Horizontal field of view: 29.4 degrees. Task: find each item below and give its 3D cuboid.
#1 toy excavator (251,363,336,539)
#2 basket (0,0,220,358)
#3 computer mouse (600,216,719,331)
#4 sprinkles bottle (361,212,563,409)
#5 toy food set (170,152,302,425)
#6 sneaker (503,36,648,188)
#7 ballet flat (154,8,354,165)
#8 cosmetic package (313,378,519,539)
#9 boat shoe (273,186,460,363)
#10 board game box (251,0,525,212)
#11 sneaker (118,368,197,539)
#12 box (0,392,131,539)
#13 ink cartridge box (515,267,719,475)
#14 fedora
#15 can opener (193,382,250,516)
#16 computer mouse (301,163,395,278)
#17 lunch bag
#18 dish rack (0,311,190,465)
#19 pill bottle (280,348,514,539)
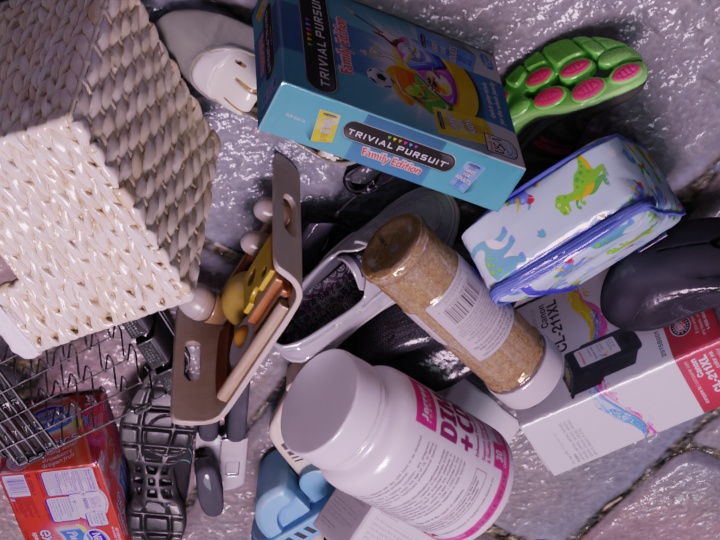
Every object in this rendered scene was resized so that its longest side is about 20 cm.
[{"bbox_3d":[-0.059,0.202,1.379,0.193,0.100,0.200,-33,119,20],"label":"toy excavator"},{"bbox_3d":[-0.216,-0.082,1.015,0.159,0.201,0.199,-15,131,16],"label":"basket"},{"bbox_3d":[0.294,-0.014,1.191,0.198,0.140,0.053,-23,131,18],"label":"computer mouse"},{"bbox_3d":[0.087,0.036,1.135,0.068,0.069,0.200,-34,124,22],"label":"sprinkles bottle"},{"bbox_3d":[-0.109,0.017,1.164,0.060,0.144,0.201,20,127,-21],"label":"toy food set"},{"bbox_3d":[0.151,-0.122,1.127,0.199,0.078,0.083,-30,140,28],"label":"sneaker"},{"bbox_3d":[-0.073,-0.142,1.079,0.198,0.064,0.068,24,125,-25],"label":"ballet flat"},{"bbox_3d":[0.055,0.197,1.331,0.101,0.071,0.201,36,87,-32],"label":"cosmetic package"},{"bbox_3d":[0.000,0.000,1.156,0.199,0.072,0.068,-36,167,5],"label":"boat shoe"},{"bbox_3d":[0.019,-0.137,1.036,0.198,0.152,0.047,17,128,-21],"label":"board game box"},{"bbox_3d":[-0.200,0.176,1.351,0.074,0.079,0.203,7,111,-6],"label":"sneaker"},{"bbox_3d":[-0.282,0.225,1.363,0.098,0.096,0.202,-7,132,1],"label":"box"},{"bbox_3d":[0.236,0.077,1.256,0.198,0.147,0.083,-26,129,16],"label":"ink cartridge box"},{"bbox_3d":[0.058,0.052,1.235,0.198,0.092,0.202,-7,139,-6],"label":"fedora"},{"bbox_3d":[-0.134,0.160,1.342,0.053,0.067,0.202,1,132,-8],"label":"can opener"},{"bbox_3d":[-0.014,-0.042,1.172,0.058,0.034,0.200,12,141,-30],"label":"computer mouse"},{"bbox_3d":[0.174,-0.037,1.128,0.160,0.083,0.200,-31,170,18],"label":"lunch bag"},{"bbox_3d":[-0.268,0.085,1.236,0.198,0.055,0.154,-26,120,4],"label":"dish rack"},{"bbox_3d":[0.032,0.152,1.190,0.113,0.114,0.199,-38,130,25],"label":"pill bottle"}]
